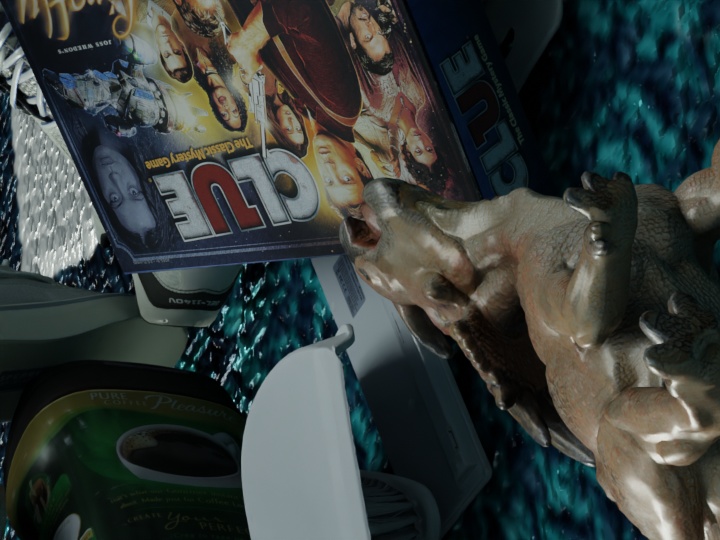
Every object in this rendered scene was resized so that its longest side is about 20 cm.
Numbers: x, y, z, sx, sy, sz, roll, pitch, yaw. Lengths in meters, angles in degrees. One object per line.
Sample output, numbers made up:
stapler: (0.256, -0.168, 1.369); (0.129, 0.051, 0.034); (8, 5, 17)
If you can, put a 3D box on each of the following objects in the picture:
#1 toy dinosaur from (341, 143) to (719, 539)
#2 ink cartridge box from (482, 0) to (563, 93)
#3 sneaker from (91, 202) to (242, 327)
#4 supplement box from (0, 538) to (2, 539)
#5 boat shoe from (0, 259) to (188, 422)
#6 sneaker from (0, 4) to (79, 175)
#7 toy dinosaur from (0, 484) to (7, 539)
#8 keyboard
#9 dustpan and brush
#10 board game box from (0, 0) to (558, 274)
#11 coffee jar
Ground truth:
toy dinosaur: (0.079, 0.033, 0.720); (0.200, 0.086, 0.136); (64, 151, 31)
ink cartridge box: (0.006, -0.138, 0.961); (0.115, 0.068, 0.201); (121, 146, -50)
sneaker: (-0.098, -0.052, 1.187); (0.200, 0.075, 0.088); (-114, 36, -52)
supplement box: (-0.188, 0.174, 1.085); (0.086, 0.110, 0.200); (34, 153, 26)
boat shoe: (-0.150, 0.024, 1.148); (0.072, 0.201, 0.070); (44, 111, 24)
sneaker: (-0.165, -0.111, 1.279); (0.200, 0.085, 0.077); (59, 138, 11)
toy dinosaur: (-0.205, 0.107, 1.189); (0.200, 0.135, 0.086); (-40, 29, 43)
keyboard: (0.000, 0.000, 0.974); (0.056, 0.011, 0.200); (117, 137, -54)
dustpan and brush: (-0.011, 0.083, 0.976); (0.200, 0.057, 0.140); (3, 105, 66)
board game box: (-0.037, -0.070, 0.928); (0.200, 0.035, 0.136); (-6, 113, 48)
coffee jar: (-0.077, 0.116, 1.062); (0.200, 0.104, 0.086); (-118, 41, -54)
